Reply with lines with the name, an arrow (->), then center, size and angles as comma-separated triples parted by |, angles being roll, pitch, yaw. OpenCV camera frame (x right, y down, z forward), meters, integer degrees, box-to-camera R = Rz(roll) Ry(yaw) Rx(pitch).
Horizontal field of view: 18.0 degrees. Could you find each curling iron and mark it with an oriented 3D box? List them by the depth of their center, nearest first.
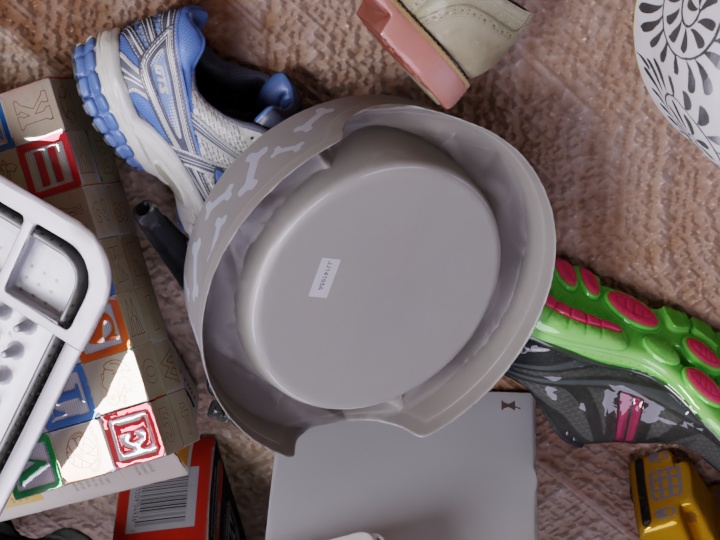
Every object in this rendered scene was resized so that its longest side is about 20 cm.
curling iron -> -0.082, 0.024, 1.233 | 0.026, 0.050, 0.200 | 19, 153, 26

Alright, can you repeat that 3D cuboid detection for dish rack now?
dish rack -> -0.222, 0.034, 1.133 | 0.172, 0.044, 0.200 | 30, 102, 10

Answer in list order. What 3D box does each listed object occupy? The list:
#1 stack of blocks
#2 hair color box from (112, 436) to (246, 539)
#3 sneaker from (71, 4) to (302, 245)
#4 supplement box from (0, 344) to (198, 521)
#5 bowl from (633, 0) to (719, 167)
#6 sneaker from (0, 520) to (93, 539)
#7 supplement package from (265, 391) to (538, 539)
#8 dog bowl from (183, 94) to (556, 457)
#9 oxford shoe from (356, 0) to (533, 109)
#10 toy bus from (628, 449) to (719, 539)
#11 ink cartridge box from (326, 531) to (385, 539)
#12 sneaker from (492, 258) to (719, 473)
stack of blocks -> -0.171, 0.012, 1.171 | 0.115, 0.059, 0.200 | -18, 90, 15
hair color box -> -0.097, 0.207, 1.374 | 0.061, 0.102, 0.200 | -7, 130, 6
sneaker -> -0.059, -0.055, 1.172 | 0.085, 0.077, 0.200 | -29, 124, 18
supplement box -> -0.207, 0.072, 1.281 | 0.200, 0.074, 0.126 | -15, 127, 14
bowl -> 0.236, -0.098, 1.113 | 0.201, 0.094, 0.201 | 1, 131, 1
sneaker -> -0.203, 0.188, 1.307 | 0.200, 0.082, 0.073 | 8, 123, 49
supplement package -> 0.026, 0.191, 1.322 | 0.151, 0.152, 0.200 | 1, 129, 3
dog bowl -> 0.000, 0.000, 1.163 | 0.200, 0.059, 0.200 | -14, 124, -22
oxford shoe -> 0.007, -0.171, 1.089 | 0.074, 0.071, 0.200 | -40, 121, 1
toy bus -> 0.223, 0.193, 1.374 | 0.078, 0.065, 0.200 | -16, 128, 14
ink cartridge box -> -0.019, 0.248, 1.218 | 0.145, 0.084, 0.200 | -16, 126, 18
sneaker -> 0.149, 0.063, 1.271 | 0.200, 0.077, 0.084 | 31, 131, -10
